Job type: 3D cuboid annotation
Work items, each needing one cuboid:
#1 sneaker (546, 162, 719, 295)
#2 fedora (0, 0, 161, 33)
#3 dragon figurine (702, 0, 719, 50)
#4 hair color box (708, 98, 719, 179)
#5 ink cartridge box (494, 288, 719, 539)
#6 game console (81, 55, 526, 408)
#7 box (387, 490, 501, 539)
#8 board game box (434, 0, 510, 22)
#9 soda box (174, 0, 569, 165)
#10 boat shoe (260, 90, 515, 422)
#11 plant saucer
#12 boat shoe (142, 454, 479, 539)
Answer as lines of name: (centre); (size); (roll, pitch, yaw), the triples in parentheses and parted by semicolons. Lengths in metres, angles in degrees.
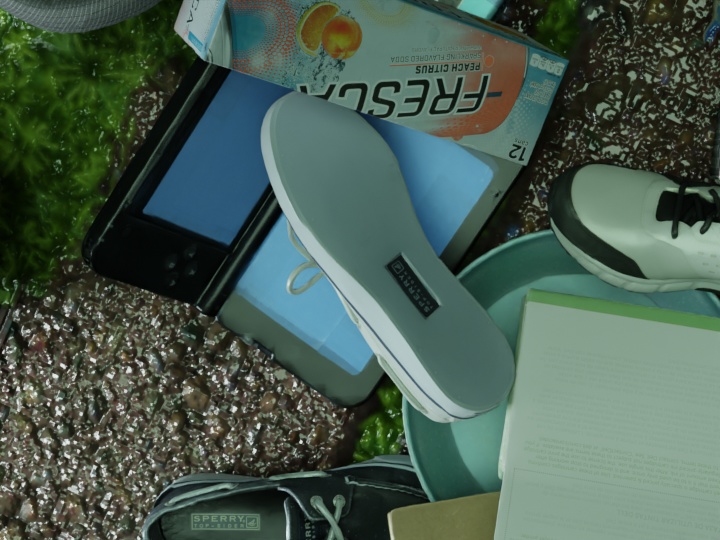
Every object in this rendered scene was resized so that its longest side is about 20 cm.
sneaker: (0.200, -0.023, 1.006); (0.198, 0.080, 0.074); (16, 61, -4)
fedora: (-0.137, -0.225, 0.938); (0.175, 0.090, 0.202); (-3, 100, 15)
dragon figurine: (0.191, -0.223, 1.020); (0.098, 0.059, 0.202); (7, 96, 8)
hair color box: (0.292, -0.065, 0.991); (0.198, 0.111, 0.065); (8, 95, 7)
ink cartridge box: (0.145, 0.119, 0.992); (0.144, 0.048, 0.202); (9, 77, 4)
game console: (-0.028, -0.043, 1.043); (0.116, 0.175, 0.201); (39, 99, 33)
box: (0.108, 0.216, 1.000); (0.162, 0.021, 0.202); (-9, 71, 1)
board game box: (0.020, -0.234, 1.052); (0.199, 0.047, 0.152); (36, 99, 5)
soda box: (0.007, -0.119, 0.974); (0.198, 0.068, 0.064); (15, 105, -25)
boat shoe: (0.004, -0.002, 1.017); (0.074, 0.086, 0.203); (-38, 91, -28)
plant saucer: (0.123, 0.076, 1.058); (0.198, 0.036, 0.202); (0, 89, 4)
boat shoe: (-0.029, 0.147, 1.076); (0.198, 0.068, 0.073); (1, 94, 6)
